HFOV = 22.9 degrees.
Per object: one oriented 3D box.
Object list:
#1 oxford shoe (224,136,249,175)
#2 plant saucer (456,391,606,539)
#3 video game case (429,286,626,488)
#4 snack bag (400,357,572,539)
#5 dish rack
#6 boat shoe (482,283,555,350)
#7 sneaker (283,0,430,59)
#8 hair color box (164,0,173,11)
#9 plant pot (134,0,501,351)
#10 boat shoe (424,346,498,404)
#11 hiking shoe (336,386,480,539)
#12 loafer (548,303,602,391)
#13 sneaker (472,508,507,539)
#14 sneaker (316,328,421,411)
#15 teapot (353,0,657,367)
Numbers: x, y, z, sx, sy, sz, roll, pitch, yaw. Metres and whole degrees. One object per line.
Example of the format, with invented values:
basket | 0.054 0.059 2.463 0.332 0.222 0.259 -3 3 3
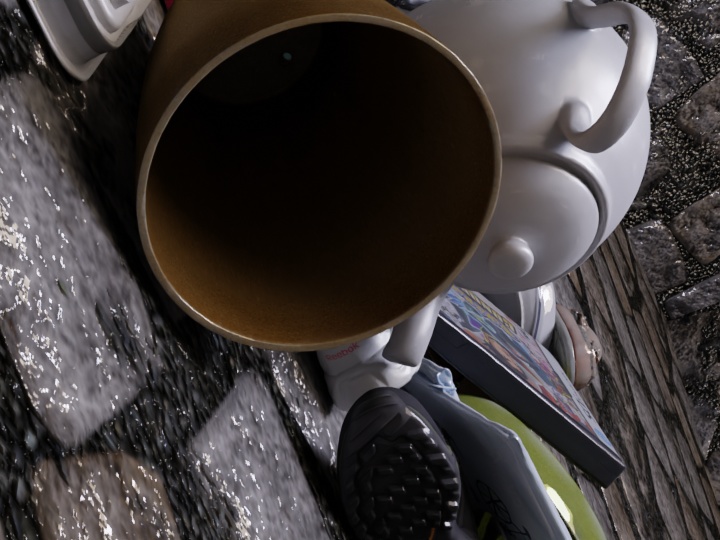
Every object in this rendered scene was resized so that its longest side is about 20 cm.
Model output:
oxford shoe | -0.042 -0.063 1.125 0.200 0.057 0.076 1 71 -75
plant saucer | 0.114 0.160 1.252 0.200 0.031 0.200 48 -18 20
video game case | 0.096 0.056 1.305 0.200 0.026 0.181 39 11 -24
snack bag | 0.086 0.139 1.199 0.200 0.021 0.189 28 -30 57
dish rack | -0.157 -0.210 0.911 0.172 0.043 0.201 -82 149 -67
boat shoe | 0.107 -0.021 1.440 0.065 0.072 0.202 -2 85 -41
sneaker | 0.048 -0.120 1.155 0.078 0.139 0.200 60 10 28
hair color box | -0.090 -0.240 1.104 0.061 0.098 0.201 5 65 -75
plant pot | -0.041 -0.090 0.953 0.187 0.185 0.200 60 3 -35
boat shoe | 0.075 0.090 1.342 0.072 0.068 0.201 -91 156 -55
hiking shoe | 0.025 0.126 1.104 0.201 0.075 0.101 69 1 -46
loafer | 0.175 0.059 1.506 0.200 0.062 0.073 -144 -128 -79
sneaker | 0.094 0.249 1.161 0.077 0.075 0.201 56 19 -38
sneaker | 0.000 0.000 1.165 0.100 0.077 0.200 60 15 -23
teapot | 0.085 -0.059 1.037 0.201 0.196 0.147 70 13 -44
